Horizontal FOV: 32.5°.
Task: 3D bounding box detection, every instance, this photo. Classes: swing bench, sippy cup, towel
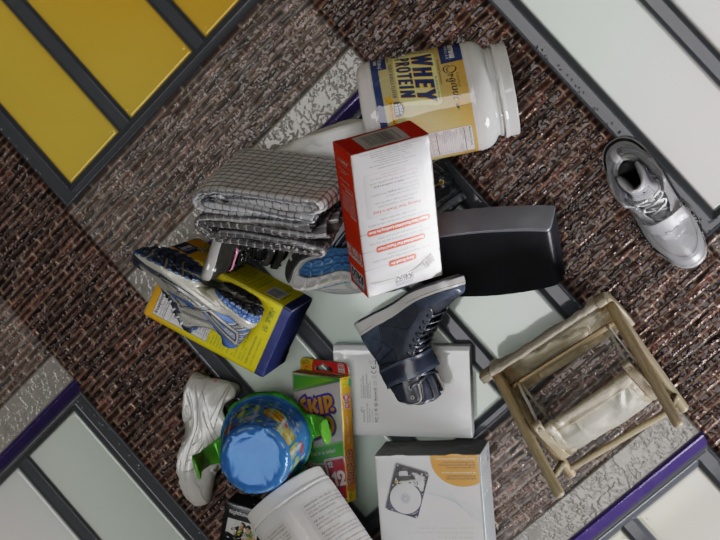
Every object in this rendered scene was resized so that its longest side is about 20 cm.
[{"bbox_3d":[0.299,0.159,1.657,0.198,0.130,0.201,-34,83,17],"label":"swing bench"},{"bbox_3d":[-0.139,0.248,1.728,0.139,0.130,0.178,38,97,-2],"label":"sippy cup"},{"bbox_3d":[-0.103,-0.094,1.642,0.199,0.166,0.086,8,118,20],"label":"towel"}]

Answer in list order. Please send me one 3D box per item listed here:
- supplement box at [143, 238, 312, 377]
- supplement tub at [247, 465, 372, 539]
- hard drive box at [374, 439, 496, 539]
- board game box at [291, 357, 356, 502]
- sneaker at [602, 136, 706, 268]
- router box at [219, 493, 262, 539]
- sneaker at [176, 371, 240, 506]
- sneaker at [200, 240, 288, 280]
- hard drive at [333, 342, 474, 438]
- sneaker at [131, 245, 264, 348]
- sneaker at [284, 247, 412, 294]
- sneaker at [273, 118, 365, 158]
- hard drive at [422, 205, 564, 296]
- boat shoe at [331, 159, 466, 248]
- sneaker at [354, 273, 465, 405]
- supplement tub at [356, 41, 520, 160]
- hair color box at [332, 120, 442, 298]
[{"bbox_3d":[-0.189,0.050,1.771,0.199,0.109,0.109,27,103,8],"label":"supplement box"},{"bbox_3d":[-0.052,0.390,1.720,0.132,0.132,0.201,-39,75,16],"label":"supplement tub"},{"bbox_3d":[0.109,0.348,1.755,0.155,0.077,0.202,-4,97,15],"label":"hard drive box"},{"bbox_3d":[-0.053,0.229,1.788,0.095,0.030,0.202,3,97,39],"label":"board game box"},{"bbox_3d":[0.379,-0.083,1.605,0.075,0.115,0.201,-34,89,16],"label":"sneaker"},{"bbox_3d":[-0.114,0.431,1.835,0.198,0.051,0.150,13,99,12],"label":"router box"},{"bbox_3d":[-0.215,0.254,1.826,0.099,0.078,0.202,6,100,10],"label":"sneaker"},{"bbox_3d":[-0.152,-0.031,1.713,0.099,0.200,0.071,26,119,-1],"label":"sneaker"},{"bbox_3d":[0.062,0.170,1.768,0.198,0.026,0.133,0,98,14],"label":"hard drive"},{"bbox_3d":[-0.235,0.040,1.687,0.199,0.077,0.086,31,108,8],"label":"sneaker"},{"bbox_3d":[0.000,0.000,1.725,0.199,0.087,0.076,1,79,27],"label":"sneaker"},{"bbox_3d":[-0.066,-0.147,1.737,0.199,0.075,0.089,-21,97,26],"label":"sneaker"},{"bbox_3d":[0.171,-0.022,1.673,0.198,0.042,0.136,-4,130,14],"label":"hard drive"},{"bbox_3d":[0.049,-0.073,1.712,0.200,0.071,0.091,-39,84,14],"label":"boat shoe"},{"bbox_3d":[0.092,0.097,1.673,0.202,0.077,0.147,-33,78,44],"label":"sneaker"},{"bbox_3d":[0.103,-0.221,1.632,0.198,0.144,0.146,-11,95,4],"label":"supplement tub"},{"bbox_3d":[0.036,-0.077,1.573,0.110,0.064,0.201,-17,118,-18],"label":"hair color box"}]
